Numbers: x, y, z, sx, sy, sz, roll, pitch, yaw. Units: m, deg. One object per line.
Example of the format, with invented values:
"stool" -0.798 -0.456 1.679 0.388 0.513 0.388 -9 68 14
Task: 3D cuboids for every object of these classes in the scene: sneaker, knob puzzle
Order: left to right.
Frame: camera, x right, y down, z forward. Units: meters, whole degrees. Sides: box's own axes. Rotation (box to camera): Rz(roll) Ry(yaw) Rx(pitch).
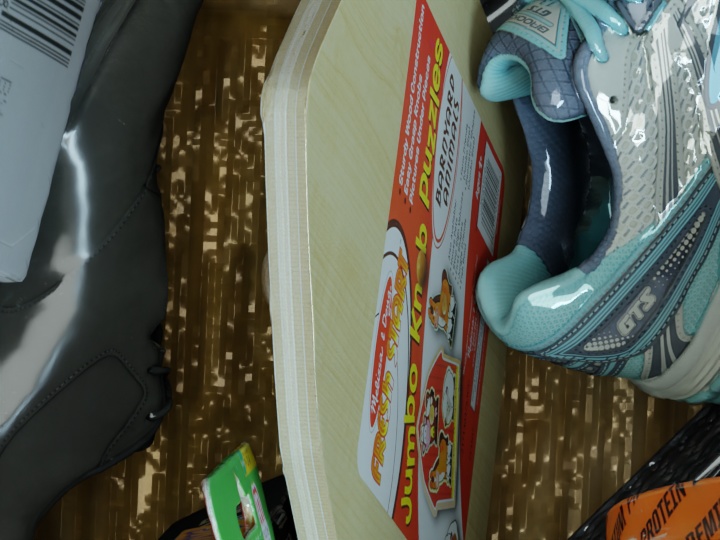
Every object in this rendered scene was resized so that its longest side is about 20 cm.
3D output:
"sneaker" -0.086 0.005 0.782 0.091 0.076 0.200 27 88 -19
"knob puzzle" 0.000 0.000 0.692 0.030 0.220 0.220 1 91 16
"sneaker" 0.080 -0.064 0.726 0.086 0.078 0.200 6 98 -23

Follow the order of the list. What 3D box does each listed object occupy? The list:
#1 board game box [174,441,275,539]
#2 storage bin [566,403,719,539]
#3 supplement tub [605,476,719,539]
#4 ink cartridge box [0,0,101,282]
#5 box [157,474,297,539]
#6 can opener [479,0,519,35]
"board game box" -0.018 0.139 0.605 0.030 0.096 0.200 -8 91 3
"storage bin" 0.140 0.093 0.768 0.200 0.094 0.135 -44 91 -1
"supplement tub" 0.109 0.151 0.650 0.122 0.123 0.200 -1 75 -1
"ink cartridge box" -0.165 -0.064 0.759 0.200 0.050 0.109 7 76 33
"box" 0.003 0.156 0.733 0.044 0.160 0.200 -24 92 3
"can opener" 0.082 -0.131 0.793 0.200 0.053 0.066 -42 56 -2
